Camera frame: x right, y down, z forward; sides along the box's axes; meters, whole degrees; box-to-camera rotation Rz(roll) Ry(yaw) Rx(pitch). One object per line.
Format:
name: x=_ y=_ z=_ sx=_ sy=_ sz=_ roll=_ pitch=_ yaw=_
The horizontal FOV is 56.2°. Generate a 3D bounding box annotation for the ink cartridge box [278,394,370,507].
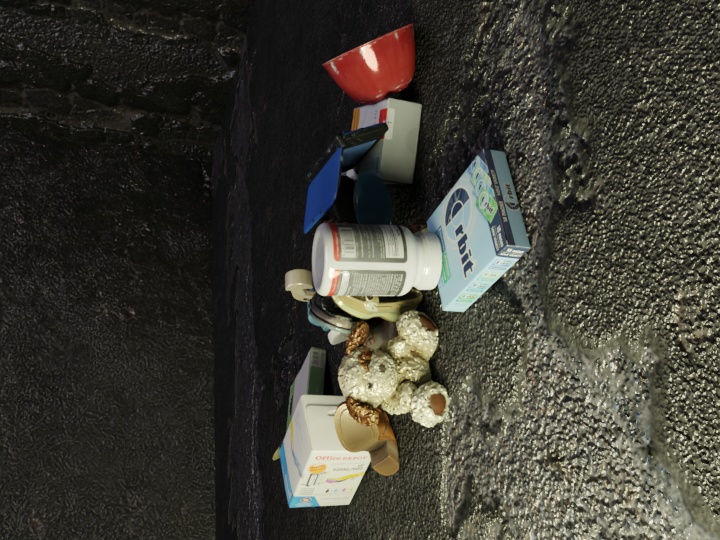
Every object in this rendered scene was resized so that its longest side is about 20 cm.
ink cartridge box: x=-0.075 y=0.387 z=1.449 sx=0.146 sy=0.145 sz=0.202 roll=-109 pitch=32 yaw=-46

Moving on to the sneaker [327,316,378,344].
sneaker: x=-0.035 y=0.080 z=1.354 sx=0.072 sy=0.200 sz=0.113 roll=-29 pitch=79 yaw=16

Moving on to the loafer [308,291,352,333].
loafer: x=-0.054 y=0.060 z=1.209 sx=0.200 sy=0.071 sz=0.064 roll=-148 pitch=77 yaw=-73

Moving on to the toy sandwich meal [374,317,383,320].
toy sandwich meal: x=0.000 y=0.000 z=1.336 sx=0.070 sy=0.205 sz=0.207 roll=-29 pitch=46 yaw=15

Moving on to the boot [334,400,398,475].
boot: x=0.002 y=0.272 z=1.260 sx=0.201 sy=0.073 sz=0.156 roll=59 pitch=-171 yaw=-33

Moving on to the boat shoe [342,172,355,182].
boat shoe: x=-0.028 y=-0.160 z=1.573 sx=0.203 sy=0.069 sz=0.072 roll=96 pitch=-160 yaw=-48

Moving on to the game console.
game console: x=-0.031 y=-0.175 z=1.301 sx=0.120 sy=0.169 sz=0.200 roll=66 pitch=153 yaw=5

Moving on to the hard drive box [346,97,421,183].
hard drive box: x=0.045 y=-0.261 z=1.393 sx=0.200 sy=0.075 sz=0.159 roll=-164 pitch=79 yaw=-68

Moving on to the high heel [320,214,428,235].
high heel: x=0.023 y=-0.082 z=1.249 sx=0.144 sy=0.198 sz=0.072 roll=64 pitch=-179 yaw=26

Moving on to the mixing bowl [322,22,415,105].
mixing bowl: x=0.034 y=-0.402 z=1.348 sx=0.110 sy=0.198 sz=0.200 roll=65 pitch=164 yaw=-16

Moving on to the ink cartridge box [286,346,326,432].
ink cartridge box: x=-0.140 y=0.314 z=1.738 sx=0.201 sy=0.047 sz=0.147 roll=116 pitch=162 yaw=-44

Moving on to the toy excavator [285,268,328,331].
toy excavator: x=-0.089 y=0.066 z=1.488 sx=0.195 sy=0.197 sz=0.102 roll=129 pitch=140 yaw=-55

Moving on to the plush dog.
plush dog: x=0.041 y=0.180 z=1.164 sx=0.161 sy=0.169 sz=0.203 roll=132 pitch=138 yaw=-57

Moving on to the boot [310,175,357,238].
boot: x=-0.057 y=-0.119 z=1.514 sx=0.161 sy=0.073 sz=0.201 roll=14 pitch=130 yaw=53

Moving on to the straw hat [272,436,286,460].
straw hat: x=-0.117 y=0.411 z=1.624 sx=0.085 sy=0.200 sz=0.202 roll=39 pitch=134 yaw=13

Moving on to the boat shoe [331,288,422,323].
boat shoe: x=0.029 y=0.046 z=1.191 sx=0.063 sy=0.199 sz=0.074 roll=-52 pitch=44 yaw=22

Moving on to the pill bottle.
pill bottle: x=0.026 y=-0.016 z=1.102 sx=0.116 sy=0.196 sz=0.118 roll=-179 pitch=90 yaw=-74

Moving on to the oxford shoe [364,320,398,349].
oxford shoe: x=0.028 y=0.148 z=1.339 sx=0.201 sy=0.074 sz=0.071 roll=122 pitch=146 yaw=-49

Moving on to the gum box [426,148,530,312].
gum box: x=0.176 y=-0.057 z=1.051 sx=0.201 sy=0.044 sz=0.173 roll=124 pitch=145 yaw=-53

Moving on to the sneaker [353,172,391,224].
sneaker: x=0.026 y=-0.096 z=1.327 sx=0.081 sy=0.075 sz=0.203 roll=-132 pitch=26 yaw=-65
